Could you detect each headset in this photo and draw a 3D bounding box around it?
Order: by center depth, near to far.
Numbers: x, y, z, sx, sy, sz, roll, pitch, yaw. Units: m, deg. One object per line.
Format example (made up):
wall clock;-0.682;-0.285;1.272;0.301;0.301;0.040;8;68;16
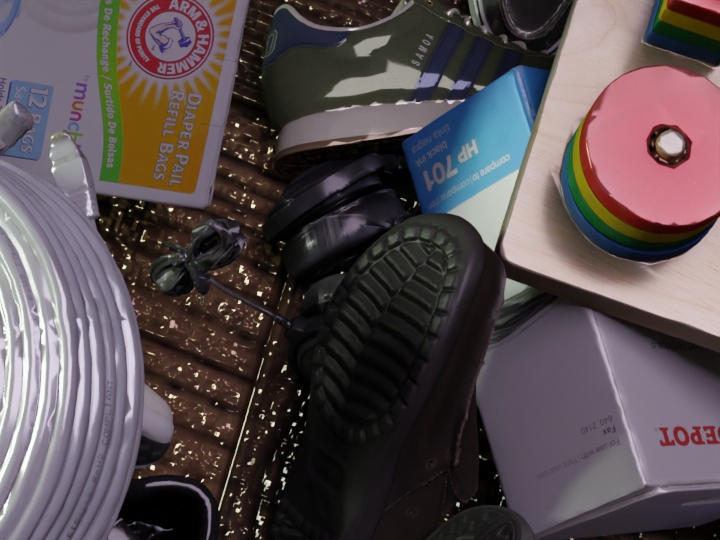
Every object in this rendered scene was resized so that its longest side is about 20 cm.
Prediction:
headset;0.000;0.000;0.863;0.200;0.094;0.124;1;66;-32

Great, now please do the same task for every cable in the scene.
cable;-0.175;0.049;0.707;0.200;0.069;0.200;-30;69;12

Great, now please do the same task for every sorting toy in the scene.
sorting toy;0.182;-0.066;0.793;0.200;0.070;0.199;19;73;-1

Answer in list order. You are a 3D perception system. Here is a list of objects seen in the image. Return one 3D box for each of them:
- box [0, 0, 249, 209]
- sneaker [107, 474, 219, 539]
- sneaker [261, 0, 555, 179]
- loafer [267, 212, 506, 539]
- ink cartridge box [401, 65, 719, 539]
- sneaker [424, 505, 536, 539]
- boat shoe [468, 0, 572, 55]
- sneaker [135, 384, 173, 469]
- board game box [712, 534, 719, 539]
box;-0.157;-0.106;0.823;0.200;0.113;0.101;8;20;-17
sneaker;-0.129;0.138;0.744;0.199;0.115;0.081;-38;83;-29
sneaker;0.046;-0.104;0.936;0.200;0.067;0.090;-8;74;-16
loafer;0.018;0.067;0.814;0.071;0.200;0.073;5;26;-38
ink cartridge box;0.118;0.017;0.876;0.146;0.086;0.200;4;65;-45
sneaker;0.015;0.201;0.788;0.199;0.076;0.114;-40;117;-10
boat shoe;0.100;-0.200;0.954;0.071;0.064;0.200;12;99;-2
sneaker;-0.161;0.013;0.816;0.200;0.075;0.081;33;52;-4
board game box;0.237;0.201;0.888;0.152;0.045;0.200;-30;81;-28
